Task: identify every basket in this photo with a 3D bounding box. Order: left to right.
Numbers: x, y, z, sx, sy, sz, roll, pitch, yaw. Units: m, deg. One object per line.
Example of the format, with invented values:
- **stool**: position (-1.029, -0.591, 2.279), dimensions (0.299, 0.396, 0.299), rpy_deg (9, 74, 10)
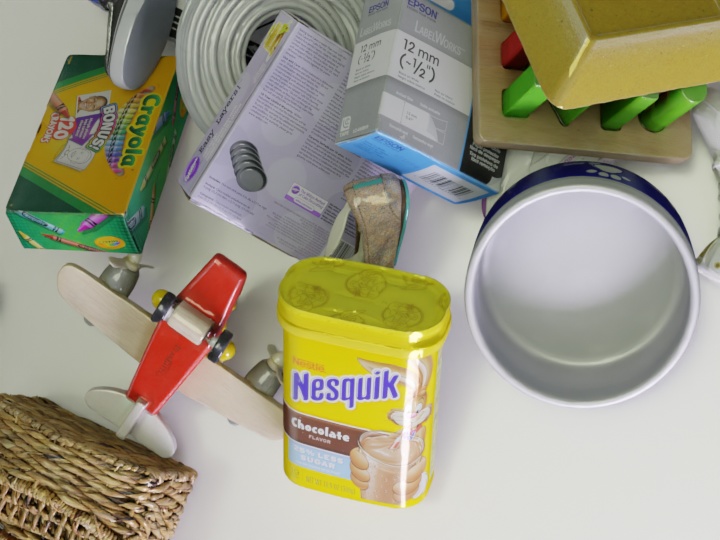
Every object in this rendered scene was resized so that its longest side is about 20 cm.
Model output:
- **basket**: position (-0.275, 0.217, 1.481), dimensions (0.198, 0.143, 0.150), rpy_deg (23, 90, 15)

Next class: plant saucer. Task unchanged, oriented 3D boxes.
- **plant saucer**: position (0.212, -0.241, 1.321), dimensions (0.198, 0.049, 0.202), rpy_deg (-12, 67, -22)

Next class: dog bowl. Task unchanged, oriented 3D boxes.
- **dog bowl**: position (0.190, 0.011, 1.378), dimensions (0.197, 0.079, 0.203), rpy_deg (3, 110, 8)

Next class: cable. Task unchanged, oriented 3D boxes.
- **cable**: position (-0.069, -0.194, 1.464), dimensions (0.198, 0.069, 0.202), rpy_deg (15, 99, -17)

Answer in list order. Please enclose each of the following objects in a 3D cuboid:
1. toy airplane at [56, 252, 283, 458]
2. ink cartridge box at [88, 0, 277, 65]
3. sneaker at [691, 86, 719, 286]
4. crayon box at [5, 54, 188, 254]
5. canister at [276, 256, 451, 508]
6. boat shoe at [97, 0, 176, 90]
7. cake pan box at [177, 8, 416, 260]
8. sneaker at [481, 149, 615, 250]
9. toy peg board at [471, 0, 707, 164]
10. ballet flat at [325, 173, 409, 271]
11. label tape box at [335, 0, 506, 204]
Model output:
- **toy airplane**: position (-0.166, 0.071, 1.485), dimensions (0.197, 0.142, 0.202), rpy_deg (-5, 121, 24)
- **ink cartridge box**: position (-0.156, -0.261, 1.542), dimensions (0.198, 0.044, 0.095), rpy_deg (25, 90, 15)
- **sneaker**: position (0.324, -0.052, 1.392), dimensions (0.115, 0.074, 0.201), rpy_deg (-36, 79, 5)
- **crayon box**: position (-0.239, -0.111, 1.494), dimensions (0.117, 0.059, 0.202), rpy_deg (2, 52, 14)
- **canister**: position (0.001, 0.101, 1.403), dimensions (0.147, 0.087, 0.202), rpy_deg (11, 126, 13)
- **boat shoe**: position (-0.213, -0.269, 1.500), dimensions (0.066, 0.070, 0.202), rpy_deg (10, 84, 21)
- **cake pan box**: position (-0.034, -0.104, 1.435), dimensions (0.199, 0.052, 0.185), rpy_deg (27, 101, -29)
- **sneaker**: position (0.173, -0.097, 1.431), dimensions (0.099, 0.075, 0.202), rpy_deg (25, 91, 15)
- **toy peg board**: position (0.203, -0.207, 1.367), dimensions (0.198, 0.098, 0.202), rpy_deg (4, 77, -15)
- **ballet flat**: position (0.000, 0.000, 1.427), dimensions (0.066, 0.068, 0.202), rpy_deg (-4, 125, -13)
- **label tape box**: position (0.068, -0.179, 1.400), dimensions (0.066, 0.142, 0.202), rpy_deg (-10, 63, 53)
